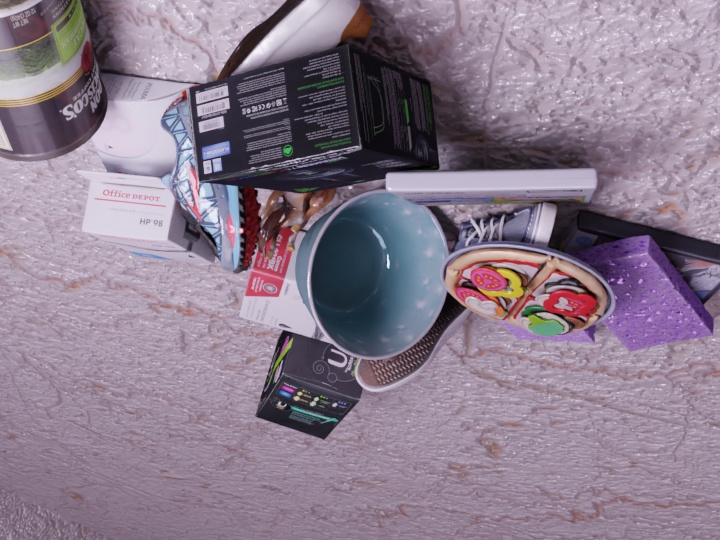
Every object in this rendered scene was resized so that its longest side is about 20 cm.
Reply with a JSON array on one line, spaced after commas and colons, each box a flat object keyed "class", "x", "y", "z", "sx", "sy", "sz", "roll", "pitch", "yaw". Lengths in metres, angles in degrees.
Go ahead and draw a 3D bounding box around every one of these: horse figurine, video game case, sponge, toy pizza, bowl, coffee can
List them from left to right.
[{"class": "coffee can", "x": -0.336, "y": -0.224, "z": 0.845, "sx": 0.145, "sy": 0.147, "sz": 0.200, "roll": 12, "pitch": 149, "yaw": 2}, {"class": "horse figurine", "x": -0.074, "y": -0.075, "z": 1.030, "sx": 0.050, "sy": 0.133, "sz": 0.200, "roll": 39, "pitch": 153, "yaw": -20}, {"class": "bowl", "x": 0.000, "y": 0.000, "z": 1.062, "sx": 0.200, "sy": 0.202, "sz": 0.105, "roll": 34, "pitch": 168, "yaw": -31}, {"class": "video game case", "x": 0.140, "y": -0.085, "z": 0.905, "sx": 0.199, "sy": 0.022, "sz": 0.182, "roll": 0, "pitch": 180, "yaw": 13}, {"class": "toy pizza", "x": 0.185, "y": 0.029, "z": 0.986, "sx": 0.199, "sy": 0.032, "sz": 0.200, "roll": 14, "pitch": 155, "yaw": 6}, {"class": "sponge", "x": 0.233, "y": 0.058, "z": 1.137, "sx": 0.111, "sy": 0.030, "sz": 0.200, "roll": 2, "pitch": 165, "yaw": 27}, {"class": "video game case", "x": 0.333, "y": 0.008, "z": 1.079, "sx": 0.199, "sy": 0.026, "sz": 0.181, "roll": 14, "pitch": 149, "yaw": -1}, {"class": "sponge", "x": 0.334, "y": 0.032, "z": 1.050, "sx": 0.111, "sy": 0.030, "sz": 0.200, "roll": -15, "pitch": 139, "yaw": 37}]

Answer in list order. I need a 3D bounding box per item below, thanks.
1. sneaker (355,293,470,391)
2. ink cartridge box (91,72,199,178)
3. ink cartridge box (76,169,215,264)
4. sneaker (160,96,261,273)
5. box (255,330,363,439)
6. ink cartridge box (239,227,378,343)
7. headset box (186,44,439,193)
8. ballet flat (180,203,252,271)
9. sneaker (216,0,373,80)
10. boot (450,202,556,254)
[{"class": "sneaker", "x": 0.078, "y": 0.095, "z": 1.161, "sx": 0.073, "sy": 0.200, "sz": 0.085, "roll": 47, "pitch": 166, "yaw": 17}, {"class": "ink cartridge box", "x": -0.213, "y": -0.151, "z": 1.014, "sx": 0.199, "sy": 0.057, "sz": 0.163, "roll": 12, "pitch": 149, "yaw": 11}, {"class": "ink cartridge box", "x": -0.264, "y": -0.062, "z": 1.088, "sx": 0.115, "sy": 0.067, "sz": 0.200, "roll": 6, "pitch": 171, "yaw": 12}, {"class": "sneaker", "x": -0.168, "y": -0.094, "z": 0.963, "sx": 0.095, "sy": 0.079, "sz": 0.201, "roll": -6, "pitch": 103, "yaw": 13}, {"class": "box", "x": -0.068, "y": 0.148, "z": 1.338, "sx": 0.124, "sy": 0.149, "sz": 0.200, "roll": 19, "pitch": 148, "yaw": -8}, {"class": "ink cartridge box", "x": -0.054, "y": 0.027, "z": 1.202, "sx": 0.199, "sy": 0.084, "sz": 0.144, "roll": 16, "pitch": 148, "yaw": -6}, {"class": "headset box", "x": -0.036, "y": -0.136, "z": 0.846, "sx": 0.173, "sy": 0.093, "sz": 0.200, "roll": -8, "pitch": 178, "yaw": 25}, {"class": "ballet flat", "x": -0.170, "y": -0.059, "z": 1.080, "sx": 0.057, "sy": 0.066, "sz": 0.200, "roll": 46, "pitch": 172, "yaw": 21}, {"class": "sneaker", "x": -0.068, "y": -0.202, "z": 0.848, "sx": 0.085, "sy": 0.073, "sz": 0.200, "roll": 35, "pitch": 141, "yaw": -27}, {"class": "boot", "x": 0.160, "y": -0.034, "z": 1.010, "sx": 0.090, "sy": 0.073, "sz": 0.200, "roll": 17, "pitch": 162, "yaw": 1}]
